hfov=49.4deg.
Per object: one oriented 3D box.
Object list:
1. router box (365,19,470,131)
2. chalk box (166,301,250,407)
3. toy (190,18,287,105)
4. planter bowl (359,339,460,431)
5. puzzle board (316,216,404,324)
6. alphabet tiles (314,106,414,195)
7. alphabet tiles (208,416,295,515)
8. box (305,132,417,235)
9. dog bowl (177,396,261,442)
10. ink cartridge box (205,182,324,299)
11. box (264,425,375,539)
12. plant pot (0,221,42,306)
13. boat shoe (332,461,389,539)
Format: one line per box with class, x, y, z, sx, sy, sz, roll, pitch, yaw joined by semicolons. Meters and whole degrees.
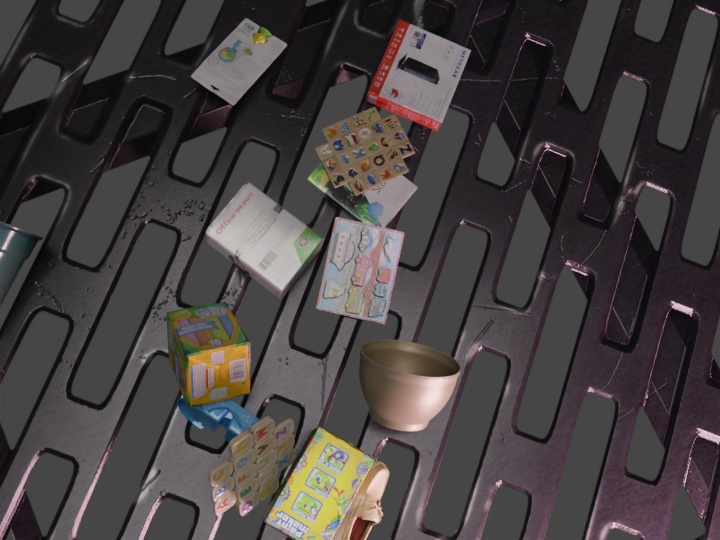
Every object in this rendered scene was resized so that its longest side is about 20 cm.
router box;0.131;-0.442;1.771;0.179;0.049;0.200;22;75;-1
chalk box;-0.301;0.146;1.507;0.124;0.200;0.125;-11;121;-24
toy;-0.265;-0.454;1.727;0.115;0.047;0.200;34;72;5
planter bowl;0.086;0.232;1.545;0.200;0.200;0.135;10;103;-5
puzzle board;0.000;0.000;1.648;0.150;0.017;0.200;12;85;-4
alphabet tiles;0.010;-0.260;1.700;0.200;0.006;0.167;-25;81;-13
alphabet tiles;-0.196;0.368;1.467;0.195;0.200;0.015;-29;44;-35
box;0.002;-0.186;1.701;0.200;0.036;0.144;37;75;4
dog bowl;-0.258;0.293;1.519;0.200;0.112;0.050;34;56;2
ink cartridge box;-0.199;-0.061;1.620;0.200;0.084;0.146;38;75;3
box;-0.081;0.407;1.463;0.122;0.200;0.193;30;74;1
plant pot;-0.744;-0.009;1.494;0.200;0.200;0.196;20;82;-2
boat shoe;0.009;0.470;1.515;0.074;0.069;0.200;36;79;-42
